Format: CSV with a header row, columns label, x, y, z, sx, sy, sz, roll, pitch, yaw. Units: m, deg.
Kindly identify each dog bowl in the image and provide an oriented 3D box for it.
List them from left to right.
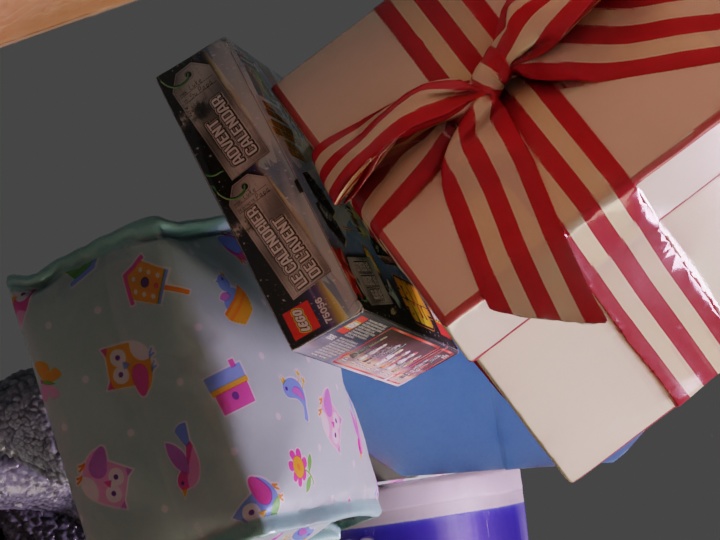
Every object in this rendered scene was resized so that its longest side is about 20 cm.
label,x,y,z,sx,sy,sz,roll,pitch,yaw
dog bowl,0.002,0.169,1.711,0.199,0.079,0.200,-8,176,-1

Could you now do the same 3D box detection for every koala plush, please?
label,x,y,z,sx,sy,sz,roll,pitch,yaw
koala plush,-0.176,0.180,1.639,0.177,0.201,0.184,-30,167,11

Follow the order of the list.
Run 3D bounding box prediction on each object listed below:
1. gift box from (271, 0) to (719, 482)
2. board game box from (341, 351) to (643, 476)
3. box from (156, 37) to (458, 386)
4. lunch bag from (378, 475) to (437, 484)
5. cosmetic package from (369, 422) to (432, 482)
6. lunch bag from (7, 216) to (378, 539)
label,x,y,z,sx,sy,sz,roll,pitch,yaw
gift box,0.097,-0.040,1.237,0.184,0.200,0.187,-41,141,-2
board game box,0.071,0.031,1.551,0.199,0.159,0.039,-5,-153,12
box,-0.021,-0.021,1.311,0.040,0.137,0.200,-30,167,9
lunch bag,-0.010,0.108,1.885,0.170,0.122,0.200,-34,171,31
cosmetic package,0.058,0.058,1.694,0.200,0.052,0.151,-33,-174,-29
lunch bag,-0.068,0.062,1.439,0.121,0.171,0.200,-22,172,25
